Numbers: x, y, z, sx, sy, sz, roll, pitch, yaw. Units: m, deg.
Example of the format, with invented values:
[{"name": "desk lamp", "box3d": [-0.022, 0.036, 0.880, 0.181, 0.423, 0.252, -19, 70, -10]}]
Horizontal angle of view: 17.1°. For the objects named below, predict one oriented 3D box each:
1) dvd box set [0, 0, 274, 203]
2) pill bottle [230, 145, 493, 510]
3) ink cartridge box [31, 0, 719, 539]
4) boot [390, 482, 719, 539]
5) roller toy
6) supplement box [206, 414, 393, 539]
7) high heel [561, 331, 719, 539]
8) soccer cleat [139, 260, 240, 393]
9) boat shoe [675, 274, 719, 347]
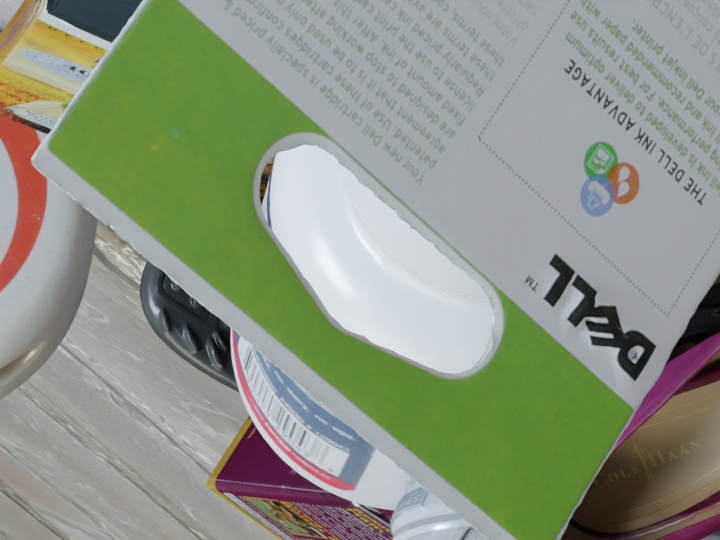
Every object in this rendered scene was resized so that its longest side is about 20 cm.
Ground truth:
[{"name": "dvd box set", "box3d": [-0.064, -0.064, 0.907, 0.146, 0.029, 0.200, 21, 170, -14]}, {"name": "pill bottle", "box3d": [0.028, -0.008, 0.730, 0.120, 0.120, 0.200, 32, 158, 3]}, {"name": "ink cartridge box", "box3d": [0.022, -0.061, 0.510, 0.148, 0.200, 0.076, 41, 162, -27]}, {"name": "boot", "box3d": [0.107, 0.123, 0.761, 0.200, 0.096, 0.074, 5, 156, -7]}, {"name": "roller toy", "box3d": [-0.218, -0.018, 1.124, 0.182, 0.200, 0.140, 27, 165, -2]}, {"name": "supplement box", "box3d": [0.031, 0.100, 1.157, 0.131, 0.103, 0.200, 38, 164, -18]}, {"name": "high heel", "box3d": [0.130, 0.037, 0.667, 0.200, 0.096, 0.067, -32, 100, 37]}, {"name": "soccer cleat", "box3d": [-0.003, 0.031, 0.999, 0.200, 0.068, 0.073, 13, 172, -21]}, {"name": "boat shoe", "box3d": [0.182, 0.049, 0.735, 0.200, 0.065, 0.072, 21, 120, 30]}]
